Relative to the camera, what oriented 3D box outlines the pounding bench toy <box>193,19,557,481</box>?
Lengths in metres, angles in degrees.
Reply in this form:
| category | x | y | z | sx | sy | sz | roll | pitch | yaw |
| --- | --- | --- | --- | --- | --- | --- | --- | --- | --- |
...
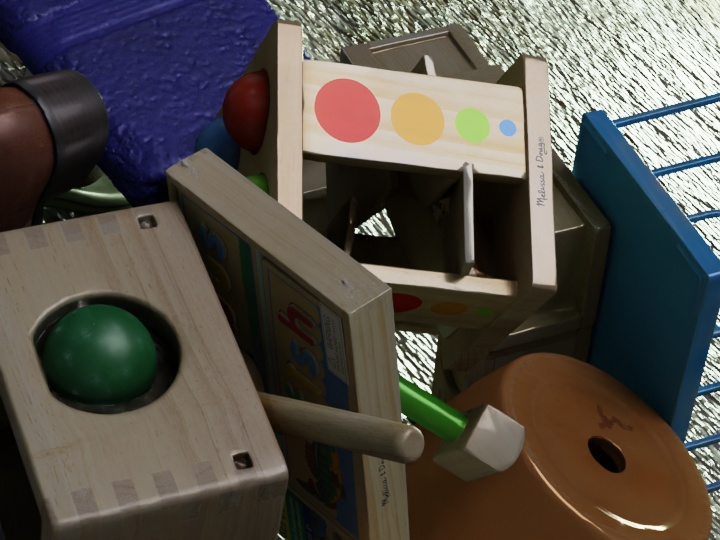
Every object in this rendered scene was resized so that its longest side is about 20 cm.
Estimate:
| category | x | y | z | sx | sy | sz | roll | pitch | yaw |
| --- | --- | --- | --- | --- | --- | --- | --- | --- | --- |
| pounding bench toy | 0.000 | 0.000 | 1.022 | 0.156 | 0.124 | 0.200 | 6 | 68 | -17 |

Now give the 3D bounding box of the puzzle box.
| category | x | y | z | sx | sy | sz | roll | pitch | yaw |
| --- | --- | --- | --- | --- | --- | --- | --- | --- | --- |
| puzzle box | -0.032 | 0.054 | 0.960 | 0.025 | 0.200 | 0.133 | -31 | 47 | -26 |

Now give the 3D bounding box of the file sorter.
| category | x | y | z | sx | sy | sz | roll | pitch | yaw |
| --- | --- | --- | --- | --- | --- | --- | --- | --- | --- |
| file sorter | 0.196 | 0.017 | 1.192 | 0.123 | 0.200 | 0.139 | -14 | 47 | -19 |

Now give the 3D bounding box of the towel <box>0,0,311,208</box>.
| category | x | y | z | sx | sy | sz | roll | pitch | yaw |
| --- | --- | --- | --- | --- | --- | --- | --- | --- | --- |
| towel | -0.118 | -0.123 | 1.157 | 0.148 | 0.050 | 0.200 | -25 | 62 | -30 |

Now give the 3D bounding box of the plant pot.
| category | x | y | z | sx | sy | sz | roll | pitch | yaw |
| --- | --- | --- | --- | --- | --- | --- | --- | --- | --- |
| plant pot | 0.091 | 0.139 | 1.117 | 0.200 | 0.140 | 0.200 | 27 | 33 | -19 |

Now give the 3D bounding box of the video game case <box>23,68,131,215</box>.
| category | x | y | z | sx | sy | sz | roll | pitch | yaw |
| --- | --- | --- | --- | --- | --- | --- | --- | --- | --- |
| video game case | -0.123 | -0.082 | 1.291 | 0.182 | 0.022 | 0.200 | 28 | 32 | -19 |

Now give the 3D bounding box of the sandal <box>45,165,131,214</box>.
| category | x | y | z | sx | sy | sz | roll | pitch | yaw |
| --- | --- | --- | --- | --- | --- | --- | --- | --- | --- |
| sandal | -0.163 | -0.074 | 1.154 | 0.080 | 0.057 | 0.201 | 48 | 23 | 13 |

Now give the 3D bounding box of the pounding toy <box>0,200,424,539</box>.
| category | x | y | z | sx | sy | sz | roll | pitch | yaw |
| --- | --- | --- | --- | --- | --- | --- | --- | --- | --- |
| pounding toy | -0.084 | 0.076 | 0.910 | 0.142 | 0.200 | 0.184 | -11 | 52 | -19 |

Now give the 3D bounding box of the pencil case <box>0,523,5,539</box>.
| category | x | y | z | sx | sy | sz | roll | pitch | yaw |
| --- | --- | --- | --- | --- | --- | --- | --- | --- | --- |
| pencil case | -0.193 | 0.122 | 0.885 | 0.091 | 0.083 | 0.200 | 45 | 17 | -48 |

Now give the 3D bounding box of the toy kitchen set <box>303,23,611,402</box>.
| category | x | y | z | sx | sy | sz | roll | pitch | yaw |
| --- | --- | --- | --- | --- | --- | --- | --- | --- | --- |
| toy kitchen set | 0.020 | -0.008 | 1.235 | 0.163 | 0.181 | 0.200 | -13 | 45 | -18 |

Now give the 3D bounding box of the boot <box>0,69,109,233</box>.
| category | x | y | z | sx | sy | sz | roll | pitch | yaw |
| --- | --- | --- | --- | --- | --- | --- | --- | --- | --- |
| boot | -0.218 | 0.004 | 0.918 | 0.200 | 0.188 | 0.069 | -25 | 75 | -42 |
